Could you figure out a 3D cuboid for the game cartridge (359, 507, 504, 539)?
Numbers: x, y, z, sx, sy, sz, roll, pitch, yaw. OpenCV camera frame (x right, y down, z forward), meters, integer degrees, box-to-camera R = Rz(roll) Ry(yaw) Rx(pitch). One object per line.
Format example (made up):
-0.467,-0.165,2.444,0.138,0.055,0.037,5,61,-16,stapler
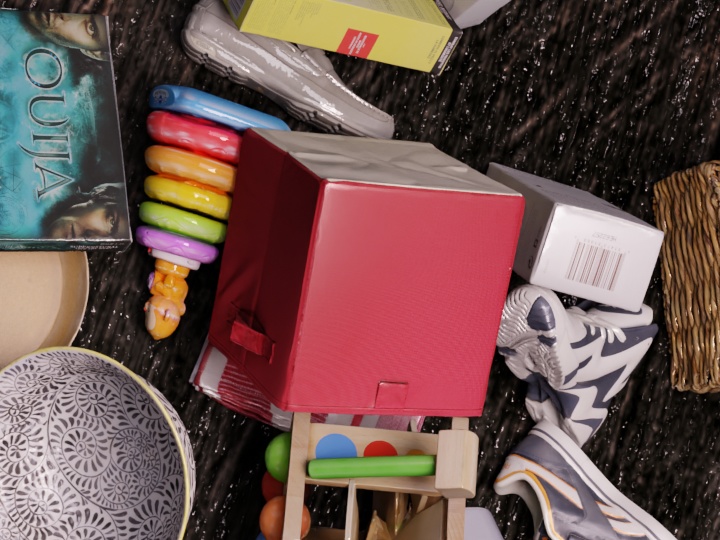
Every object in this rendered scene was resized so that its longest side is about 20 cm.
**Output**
0.036,0.271,1.673,0.199,0.041,0.133,-18,60,-17,game cartridge

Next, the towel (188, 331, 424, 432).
-0.029,0.073,1.718,0.199,0.023,0.145,26,72,-14,towel

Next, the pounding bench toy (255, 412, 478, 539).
0.002,0.171,1.590,0.155,0.200,0.125,7,60,-4,pounding bench toy

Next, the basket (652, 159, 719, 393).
0.357,0.002,1.805,0.148,0.143,0.201,-1,81,-19,basket

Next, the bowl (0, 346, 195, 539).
-0.199,0.152,1.587,0.200,0.094,0.202,3,97,23,bowl

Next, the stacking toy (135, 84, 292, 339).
-0.141,-0.042,1.668,0.109,0.116,0.201,17,89,-21,stacking toy

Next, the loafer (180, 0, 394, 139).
-0.054,-0.171,1.727,0.199,0.070,0.070,30,80,-12,loafer

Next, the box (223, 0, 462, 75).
-0.017,-0.218,1.718,0.199,0.050,0.075,9,35,-33,box

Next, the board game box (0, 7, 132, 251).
-0.258,-0.113,1.643,0.135,0.028,0.201,0,70,-24,board game box

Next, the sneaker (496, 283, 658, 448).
0.187,0.046,1.725,0.130,0.079,0.200,-49,137,-21,sneaker

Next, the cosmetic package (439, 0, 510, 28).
0.078,-0.319,1.757,0.051,0.151,0.201,-17,86,-22,cosmetic package

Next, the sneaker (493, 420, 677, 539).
0.198,0.223,1.735,0.200,0.079,0.079,43,71,15,sneaker

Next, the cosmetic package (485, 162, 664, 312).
0.166,-0.030,1.705,0.101,0.200,0.074,15,100,-16,cosmetic package

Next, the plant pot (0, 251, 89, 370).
-0.315,0.006,1.625,0.199,0.027,0.201,3,80,-19,plant pot

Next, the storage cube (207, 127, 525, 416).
0.000,0.000,1.600,0.199,0.171,0.181,4,105,-26,storage cube
